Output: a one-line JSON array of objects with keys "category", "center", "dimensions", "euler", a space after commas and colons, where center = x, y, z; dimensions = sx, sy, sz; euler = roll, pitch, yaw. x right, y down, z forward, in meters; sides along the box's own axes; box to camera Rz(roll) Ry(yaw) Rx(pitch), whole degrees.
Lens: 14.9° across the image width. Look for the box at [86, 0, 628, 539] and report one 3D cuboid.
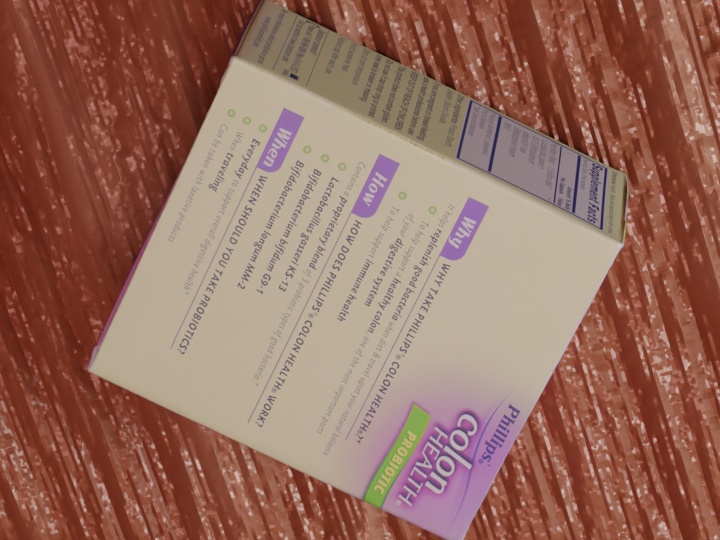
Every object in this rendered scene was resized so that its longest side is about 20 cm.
[{"category": "box", "center": [0.000, 0.000, 1.303], "dimensions": [0.199, 0.097, 0.177], "euler": [25, 113, -3]}]
